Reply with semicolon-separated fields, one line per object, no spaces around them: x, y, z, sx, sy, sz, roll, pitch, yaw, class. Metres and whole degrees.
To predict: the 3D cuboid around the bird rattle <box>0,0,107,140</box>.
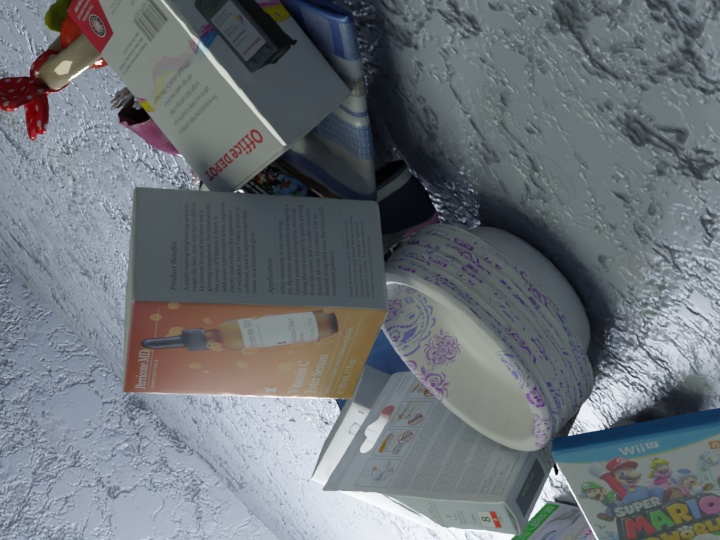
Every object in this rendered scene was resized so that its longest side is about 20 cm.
-0.289;-0.228;1.338;0.163;0.200;0.113;-22;112;45;bird rattle

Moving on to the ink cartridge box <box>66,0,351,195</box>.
-0.122;-0.171;1.039;0.200;0.086;0.147;50;151;-8;ink cartridge box

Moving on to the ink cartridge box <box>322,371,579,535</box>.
0.084;0.161;1.217;0.199;0.163;0.050;-6;127;39;ink cartridge box

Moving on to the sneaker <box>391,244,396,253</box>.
0.000;0.000;1.309;0.074;0.079;0.201;35;159;28;sneaker

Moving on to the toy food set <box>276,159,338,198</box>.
-0.078;-0.159;1.189;0.143;0.060;0.200;38;160;26;toy food set

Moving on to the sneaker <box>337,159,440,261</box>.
-0.018;-0.013;1.186;0.199;0.070;0.082;-32;106;27;sneaker

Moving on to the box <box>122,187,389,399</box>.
-0.091;0.023;1.093;0.153;0.198;0.107;109;160;-56;box

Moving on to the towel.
-0.050;-0.149;1.079;0.146;0.024;0.201;32;149;31;towel

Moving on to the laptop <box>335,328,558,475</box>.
0.080;0.145;1.362;0.200;0.116;0.188;33;157;37;laptop

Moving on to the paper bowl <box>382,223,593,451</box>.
0.110;0.045;1.112;0.200;0.104;0.201;42;160;19;paper bowl

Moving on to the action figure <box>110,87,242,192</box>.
-0.162;-0.137;1.413;0.200;0.149;0.134;38;-159;-27;action figure

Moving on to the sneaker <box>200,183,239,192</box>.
-0.145;-0.037;1.342;0.072;0.072;0.200;43;160;8;sneaker

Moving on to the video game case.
0.257;0.197;1.096;0.142;0.018;0.201;-14;126;24;video game case

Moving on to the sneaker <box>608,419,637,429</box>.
0.222;0.185;1.204;0.087;0.074;0.200;43;161;28;sneaker

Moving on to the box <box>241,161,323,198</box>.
-0.109;-0.098;1.235;0.136;0.038;0.200;37;180;-11;box

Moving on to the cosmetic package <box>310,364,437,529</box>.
0.043;0.188;1.389;0.150;0.052;0.200;24;146;0;cosmetic package

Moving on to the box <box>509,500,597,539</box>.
0.266;0.351;1.400;0.200;0.097;0.176;52;163;-10;box
